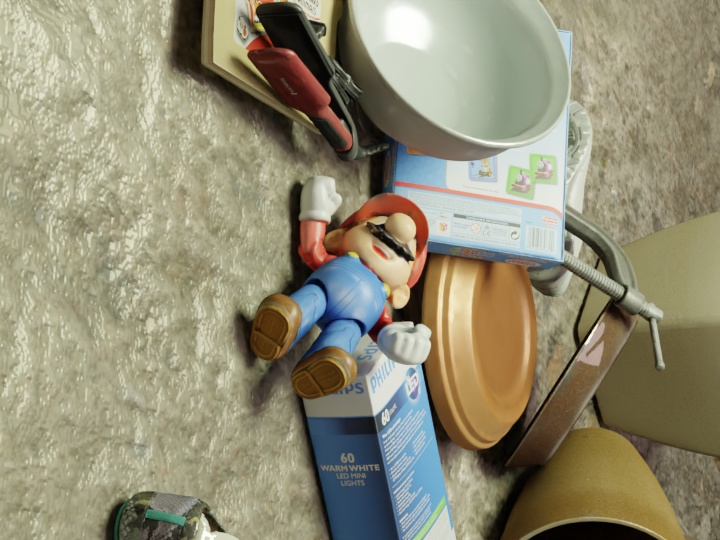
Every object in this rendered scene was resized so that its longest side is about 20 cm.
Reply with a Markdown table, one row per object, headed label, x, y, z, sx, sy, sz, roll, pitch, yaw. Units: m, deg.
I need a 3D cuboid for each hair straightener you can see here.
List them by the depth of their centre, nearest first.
| label | x | y | z | sx | sy | sz | roll | pitch | yaw |
| --- | --- | --- | --- | --- | --- | --- | --- | --- | --- |
| hair straightener | -0.021 | -0.139 | 1.368 | 0.200 | 0.041 | 0.077 | 42 | 51 | -57 |

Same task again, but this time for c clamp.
| label | x | y | z | sx | sy | sz | roll | pitch | yaw |
| --- | --- | --- | --- | --- | --- | --- | --- | --- | --- |
| c clamp | 0.184 | -0.018 | 1.669 | 0.200 | 0.027 | 0.171 | 34 | 27 | -16 |

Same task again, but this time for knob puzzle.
| label | x | y | z | sx | sy | sz | roll | pitch | yaw |
| --- | --- | --- | --- | --- | --- | --- | --- | --- | --- |
| knob puzzle | -0.068 | -0.214 | 1.362 | 0.220 | 0.030 | 0.220 | 13 | 76 | -63 |

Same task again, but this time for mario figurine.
| label | x | y | z | sx | sy | sz | roll | pitch | yaw |
| --- | --- | --- | --- | --- | --- | --- | --- | --- | --- |
| mario figurine | 0.000 | 0.000 | 1.397 | 0.200 | 0.106 | 0.124 | -54 | 132 | -52 |

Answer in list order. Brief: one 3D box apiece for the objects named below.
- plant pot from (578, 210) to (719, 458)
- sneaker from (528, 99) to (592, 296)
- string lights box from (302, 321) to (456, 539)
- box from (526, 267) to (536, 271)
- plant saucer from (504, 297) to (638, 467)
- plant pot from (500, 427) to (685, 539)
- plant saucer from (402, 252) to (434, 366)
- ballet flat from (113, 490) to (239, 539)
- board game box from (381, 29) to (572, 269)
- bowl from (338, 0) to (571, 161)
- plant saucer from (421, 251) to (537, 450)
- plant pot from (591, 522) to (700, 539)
| label | x | y | z | sx | sy | sz | roll | pitch | yaw |
| --- | --- | --- | --- | --- | --- | --- | --- | --- | --- |
| plant pot | 0.336 | 0.067 | 2.021 | 0.200 | 0.177 | 0.200 | -63 | 142 | -48 |
| sneaker | 0.180 | -0.066 | 1.845 | 0.099 | 0.078 | 0.200 | 64 | 35 | -62 |
| string lights box | 0.017 | 0.150 | 1.465 | 0.103 | 0.059 | 0.200 | -44 | 126 | -59 |
| box | 0.139 | -0.099 | 1.756 | 0.041 | 0.039 | 0.200 | 1 | 79 | -65 |
| plant saucer | 0.197 | 0.101 | 1.750 | 0.200 | 0.034 | 0.200 | -56 | 173 | -11 |
| plant pot | 0.213 | 0.239 | 1.767 | 0.200 | 0.186 | 0.187 | -78 | 154 | -59 |
| plant saucer | 0.083 | -0.005 | 1.664 | 0.200 | 0.029 | 0.201 | -2 | 90 | -65 |
| ballet flat | -0.084 | 0.204 | 1.232 | 0.200 | 0.072 | 0.072 | 55 | 39 | -49 |
| board game box | 0.095 | -0.110 | 1.581 | 0.037 | 0.151 | 0.200 | 146 | -49 | -68 |
| bowl | 0.057 | -0.158 | 1.497 | 0.201 | 0.090 | 0.201 | 18 | 52 | -24 |
| plant saucer | 0.106 | 0.051 | 1.632 | 0.200 | 0.037 | 0.201 | -3 | 90 | -64 |
| plant pot | 0.283 | 0.329 | 1.911 | 0.200 | 0.187 | 0.187 | 37 | 53 | -41 |
